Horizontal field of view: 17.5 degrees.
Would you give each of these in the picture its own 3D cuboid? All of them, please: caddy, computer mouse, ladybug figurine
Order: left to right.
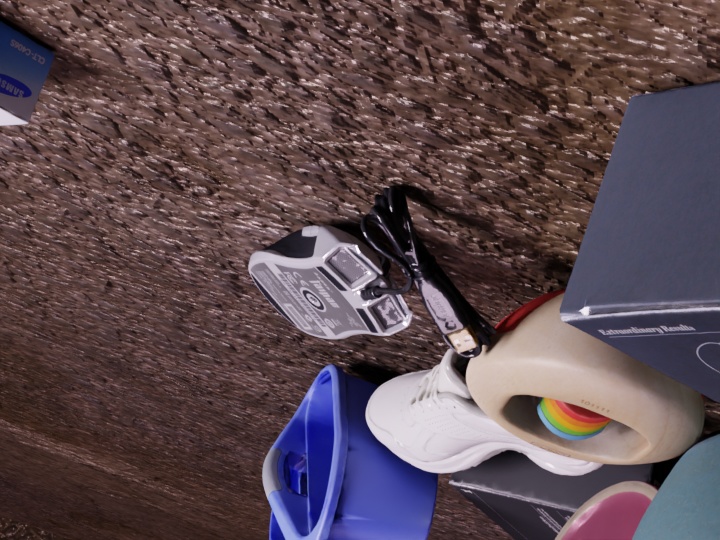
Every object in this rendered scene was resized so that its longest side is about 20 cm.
[{"bbox_3d":[-0.018,0.156,1.630,0.104,0.142,0.200,18,-155,-11],"label":"caddy"},{"bbox_3d":[0.000,0.000,1.325,0.110,0.044,0.200,49,159,-21],"label":"computer mouse"},{"bbox_3d":[0.130,0.058,1.320,0.135,0.072,0.200,20,165,-4],"label":"ladybug figurine"}]

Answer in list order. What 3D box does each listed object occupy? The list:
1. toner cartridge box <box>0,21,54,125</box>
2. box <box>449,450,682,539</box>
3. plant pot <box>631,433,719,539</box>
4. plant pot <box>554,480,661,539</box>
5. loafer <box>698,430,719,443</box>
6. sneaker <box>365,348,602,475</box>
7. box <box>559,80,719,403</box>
[{"bbox_3d":[-0.261,-0.116,1.266,0.095,0.043,0.199,29,163,-36],"label":"toner cartridge box"},{"bbox_3d":[0.165,0.157,1.622,0.140,0.079,0.200,8,162,26],"label":"box"},{"bbox_3d":[0.228,0.164,1.279,0.198,0.136,0.200,-3,154,-1],"label":"plant pot"},{"bbox_3d":[0.211,0.227,1.447,0.178,0.201,0.200,32,161,-26],"label":"plant pot"},{"bbox_3d":[0.288,0.117,1.366,0.199,0.069,0.070,2,-167,34],"label":"loafer"},{"bbox_3d":[0.071,0.076,1.493,0.199,0.078,0.099,-6,144,43],"label":"sneaker"},{"bbox_3d":[0.211,0.009,0.965,0.199,0.108,0.148,27,164,-28],"label":"box"}]
